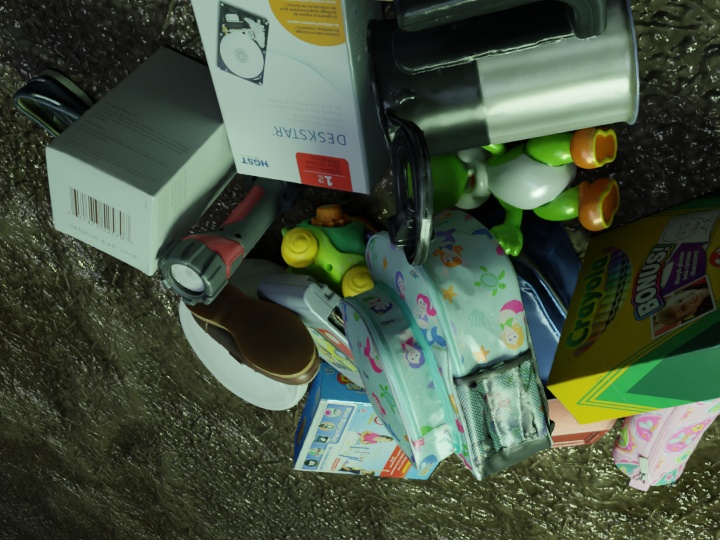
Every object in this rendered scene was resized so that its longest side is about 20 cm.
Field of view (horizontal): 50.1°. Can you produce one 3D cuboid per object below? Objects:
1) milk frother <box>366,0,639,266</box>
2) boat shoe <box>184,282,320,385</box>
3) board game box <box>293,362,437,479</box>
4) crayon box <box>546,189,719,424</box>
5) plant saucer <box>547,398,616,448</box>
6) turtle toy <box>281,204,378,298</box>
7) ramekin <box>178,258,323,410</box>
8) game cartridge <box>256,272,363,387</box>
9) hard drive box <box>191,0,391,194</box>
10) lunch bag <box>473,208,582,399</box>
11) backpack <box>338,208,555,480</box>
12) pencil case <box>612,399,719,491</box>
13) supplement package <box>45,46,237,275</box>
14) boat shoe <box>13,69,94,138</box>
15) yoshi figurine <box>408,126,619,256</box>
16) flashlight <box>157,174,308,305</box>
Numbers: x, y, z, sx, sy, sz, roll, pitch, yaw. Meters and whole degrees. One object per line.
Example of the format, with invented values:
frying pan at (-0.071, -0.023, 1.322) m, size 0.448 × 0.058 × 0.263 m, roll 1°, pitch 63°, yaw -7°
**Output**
milk frother at (0.106, -0.112, 0.560) m, size 0.187 × 0.180 × 0.201 m, roll -9°, pitch 86°, yaw 13°
boat shoe at (-0.111, 0.071, 0.840) m, size 0.200 × 0.070 × 0.070 m, roll 31°, pitch 156°, yaw 39°
board game box at (0.023, 0.206, 1.028) m, size 0.195 × 0.056 × 0.200 m, roll 7°, pitch 140°, yaw -12°
crayon box at (0.264, 0.024, 0.654) m, size 0.172 × 0.200 × 0.058 m, roll -23°, pitch 116°, yaw 43°
plant saucer at (0.181, 0.174, 0.842) m, size 0.199 × 0.037 × 0.200 m, roll -9°, pitch 161°, yaw 7°
turtle toy at (0.000, 0.000, 0.854) m, size 0.200 × 0.101 × 0.146 m, roll 31°, pitch 161°, yaw 6°
ramekin at (-0.129, 0.075, 0.993) m, size 0.202 × 0.094 × 0.203 m, roll 25°, pitch 138°, yaw 25°
game cartridge at (-0.023, 0.076, 0.863) m, size 0.200 × 0.041 × 0.133 m, roll 44°, pitch 163°, yaw -26°
hard drive box at (-0.056, -0.184, 0.730) m, size 0.155 × 0.077 × 0.200 m, roll 11°, pitch 136°, yaw 22°
lunch bag at (0.159, 0.050, 0.794) m, size 0.136 × 0.132 × 0.200 m, roll -15°, pitch 121°, yaw 40°
backpack at (0.067, 0.054, 0.649) m, size 0.150 × 0.178 × 0.201 m, roll -15°, pitch 109°, yaw -13°
pencil case at (0.334, 0.157, 0.834) m, size 0.087 × 0.088 × 0.200 m, roll 17°, pitch 136°, yaw 15°
supplement package at (-0.208, -0.117, 0.790) m, size 0.117 × 0.200 × 0.117 m, roll 25°, pitch 139°, yaw 6°
boat shoe at (-0.317, -0.156, 0.920) m, size 0.200 × 0.062 × 0.075 m, roll 42°, pitch 136°, yaw -14°
yoshi figurine at (0.118, -0.079, 0.684) m, size 0.200 × 0.113 × 0.112 m, roll 6°, pitch 162°, yaw 37°
flashlight at (-0.132, -0.052, 0.810) m, size 0.068 × 0.200 × 0.068 m, roll -9°, pitch 126°, yaw 36°
